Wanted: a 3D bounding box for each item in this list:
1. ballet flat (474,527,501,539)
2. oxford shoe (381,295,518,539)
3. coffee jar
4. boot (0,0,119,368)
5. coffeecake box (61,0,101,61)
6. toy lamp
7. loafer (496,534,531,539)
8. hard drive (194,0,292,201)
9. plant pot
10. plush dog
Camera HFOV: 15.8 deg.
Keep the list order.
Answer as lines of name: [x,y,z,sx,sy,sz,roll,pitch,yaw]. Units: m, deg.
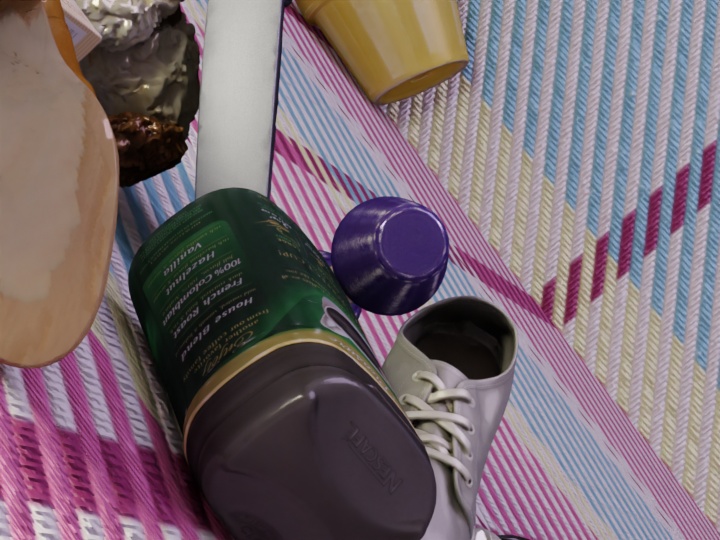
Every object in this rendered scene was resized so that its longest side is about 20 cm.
ballet flat: [0.030,0.125,1.200,0.200,0.069,0.069,54,8,31]
oxford shoe: [0.027,0.080,1.163,0.075,0.058,0.200,22,42,2]
coffee jar: [-0.035,0.050,1.103,0.104,0.085,0.200,50,5,-28]
boot: [-0.134,-0.039,1.015,0.144,0.070,0.203,107,-24,-68]
coffeecake box: [-0.222,-0.174,1.151,0.200,0.073,0.153,53,8,28]
toy lamp: [0.000,0.000,1.258,0.058,0.058,0.200,49,-15,-5]
loafer: [0.113,0.211,1.239,0.200,0.073,0.071,49,5,-9]
hard drive: [-0.059,-0.087,1.327,0.135,0.042,0.201,99,-5,-72]
plant pot: [0.037,-0.310,3.110,0.190,0.200,0.201,66,9,6]
plush dog: [-0.133,-0.135,1.332,0.200,0.159,0.173,-114,-171,-61]
